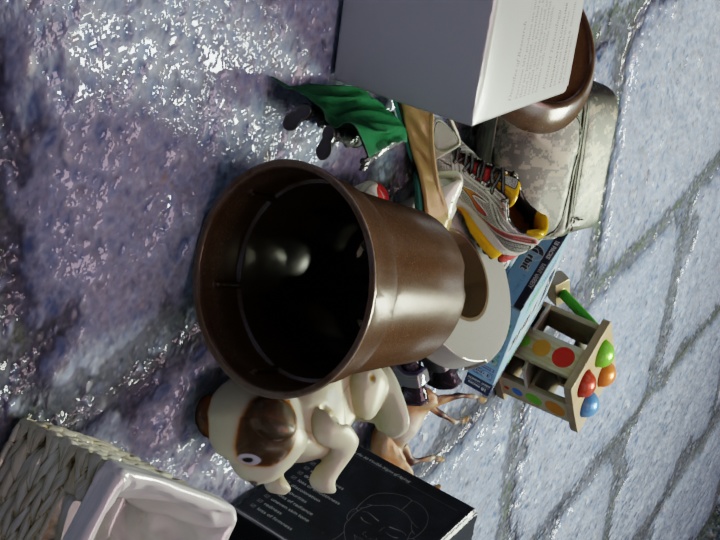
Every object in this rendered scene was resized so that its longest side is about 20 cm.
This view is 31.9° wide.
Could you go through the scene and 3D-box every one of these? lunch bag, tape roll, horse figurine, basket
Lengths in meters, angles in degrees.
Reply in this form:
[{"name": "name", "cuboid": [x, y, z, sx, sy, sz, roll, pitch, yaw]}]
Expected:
[{"name": "lunch bag", "cuboid": [0.204, -0.135, 1.526, 0.166, 0.139, 0.203, -12, 120, -38]}, {"name": "tape roll", "cuboid": [0.099, 0.010, 1.417, 0.202, 0.037, 0.205, 27, 54, -43]}, {"name": "horse figurine", "cuboid": [0.064, 0.196, 1.553, 0.131, 0.050, 0.202, 21, 105, -21]}, {"name": "basket", "cuboid": [-0.214, 0.216, 1.035, 0.137, 0.122, 0.200, -63, 151, -8]}]

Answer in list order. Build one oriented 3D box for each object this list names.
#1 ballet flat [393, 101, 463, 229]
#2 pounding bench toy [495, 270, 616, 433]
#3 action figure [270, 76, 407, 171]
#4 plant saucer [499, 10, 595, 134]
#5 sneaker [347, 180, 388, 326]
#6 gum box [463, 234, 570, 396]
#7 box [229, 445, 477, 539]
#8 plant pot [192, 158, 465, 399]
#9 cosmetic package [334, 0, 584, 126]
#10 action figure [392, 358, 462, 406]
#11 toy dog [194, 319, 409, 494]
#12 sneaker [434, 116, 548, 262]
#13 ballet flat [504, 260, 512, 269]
[{"name": "ballet flat", "cuboid": [0.078, -0.110, 1.316, 0.069, 0.062, 0.203, -94, 172, -72]}, {"name": "pounding bench toy", "cuboid": [0.305, 0.105, 1.837, 0.201, 0.155, 0.125, -55, 149, -24]}, {"name": "action figure", "cuboid": [-0.005, -0.138, 1.203, 0.055, 0.118, 0.200, -51, 166, 20]}, {"name": "plant saucer", "cuboid": [0.196, -0.254, 1.405, 0.198, 0.032, 0.203, 8, 77, -35]}, {"name": "sneaker", "cuboid": [0.000, 0.000, 1.321, 0.085, 0.076, 0.202, -50, 156, -59]}, {"name": "gum box", "cuboid": [0.209, 0.046, 1.682, 0.170, 0.044, 0.201, -54, 164, -35]}, {"name": "box", "cuboid": [-0.011, 0.305, 1.375, 0.196, 0.198, 0.125, -29, 135, -49]}, {"name": "plant pot", "cuboid": [-0.015, 0.010, 1.144, 0.197, 0.199, 0.203, 3, 107, -56]}, {"name": "cosmetic package", "cuboid": [0.102, -0.257, 1.214, 0.199, 0.166, 0.168, -25, 131, -51]}, {"name": "action figure", "cuboid": [0.055, 0.054, 1.453, 0.129, 0.069, 0.203, -28, 117, -36]}, {"name": "toy dog", "cuboid": [-0.063, 0.130, 1.232, 0.199, 0.138, 0.197, -30, 121, -49]}, {"name": "sneaker", "cuboid": [0.137, -0.100, 1.411, 0.200, 0.082, 0.078, 44, 49, -22]}, {"name": "ballet flat", "cuboid": [0.124, 0.026, 1.577, 0.201, 0.074, 0.074, -61, 151, -18]}]
